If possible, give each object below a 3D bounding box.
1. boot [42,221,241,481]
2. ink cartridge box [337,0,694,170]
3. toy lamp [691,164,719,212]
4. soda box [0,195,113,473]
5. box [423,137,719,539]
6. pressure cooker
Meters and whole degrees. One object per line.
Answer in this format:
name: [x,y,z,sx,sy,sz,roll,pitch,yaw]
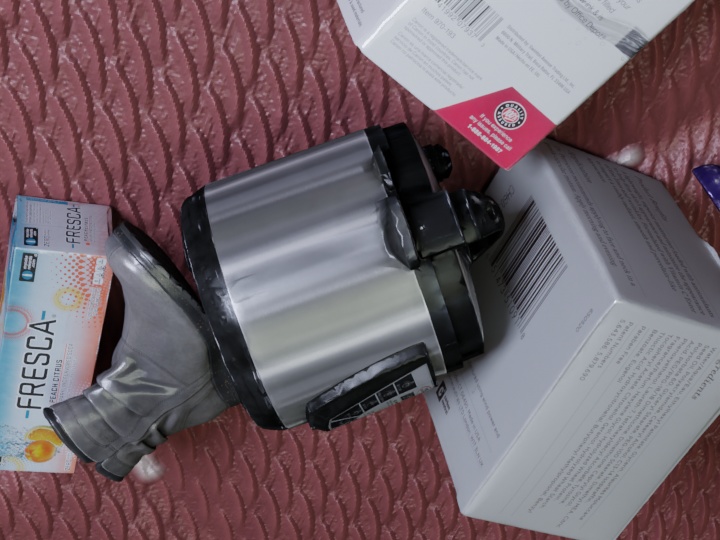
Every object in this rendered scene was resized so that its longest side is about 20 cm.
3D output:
boot: [-0.156,0.066,0.894,0.131,0.070,0.200,-33,138,-7]
ink cartridge box: [0.107,-0.184,0.827,0.200,0.083,0.145,-43,124,18]
toy lamp: [0.339,-0.105,0.962,0.200,0.058,0.058,-35,127,14]
soda box: [-0.220,0.049,0.937,0.068,0.064,0.201,6,124,-18]
box: [0.145,0.047,0.938,0.130,0.199,0.200,16,121,-24]
pressure cooker: [-0.001,-0.003,0.880,0.199,0.176,0.179,-20,126,0]
